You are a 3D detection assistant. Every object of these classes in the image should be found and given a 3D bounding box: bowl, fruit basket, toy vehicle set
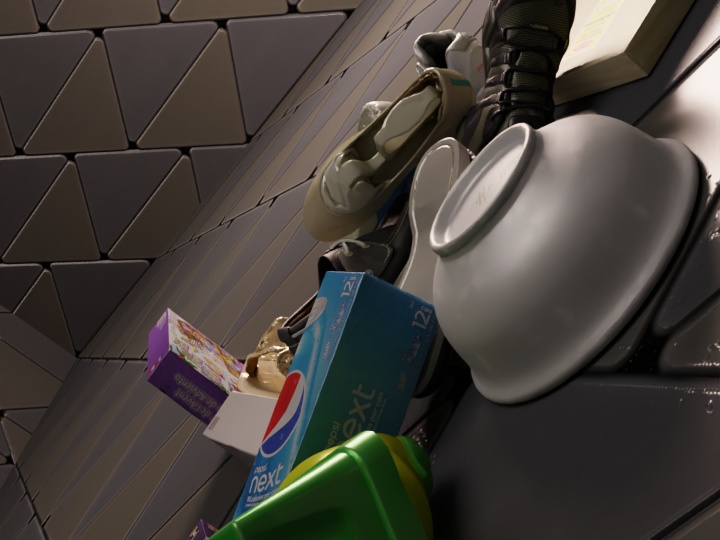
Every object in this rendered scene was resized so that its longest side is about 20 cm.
[{"bbox_3d":[0.105,-0.025,0.685,0.202,0.090,0.202,-50,15,18],"label":"bowl"},{"bbox_3d":[-0.018,0.173,0.597,0.213,0.157,0.216,-22,-19,-8],"label":"fruit basket"},{"bbox_3d":[0.204,-0.200,0.904,0.125,0.026,0.200,-57,14,-9],"label":"toy vehicle set"}]

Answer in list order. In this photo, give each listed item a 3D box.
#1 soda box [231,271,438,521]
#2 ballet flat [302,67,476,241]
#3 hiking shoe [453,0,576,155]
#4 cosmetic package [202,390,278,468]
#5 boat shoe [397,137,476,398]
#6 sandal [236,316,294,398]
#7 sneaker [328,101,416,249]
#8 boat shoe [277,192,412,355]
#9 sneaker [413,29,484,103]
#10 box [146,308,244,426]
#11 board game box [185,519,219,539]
[{"bbox_3d":[-0.019,0.106,0.733,0.064,0.067,0.203,1,68,64],"label":"soda box"},{"bbox_3d":[0.014,-0.100,0.951,0.200,0.069,0.070,-43,16,17],"label":"ballet flat"},{"bbox_3d":[0.132,-0.141,0.866,0.101,0.074,0.203,-111,29,-54],"label":"hiking shoe"},{"bbox_3d":[-0.060,0.138,0.862,0.051,0.082,0.200,-54,14,-14],"label":"cosmetic package"},{"bbox_3d":[0.065,0.002,0.809,0.073,0.060,0.203,-25,48,47],"label":"boat shoe"},{"bbox_3d":[-0.078,0.078,1.039,0.212,0.076,0.071,-157,72,-80],"label":"sandal"},{"bbox_3d":[0.038,-0.077,1.073,0.077,0.109,0.202,-117,33,-42],"label":"sneaker"},{"bbox_3d":[0.000,0.000,0.922,0.072,0.067,0.201,-32,21,54],"label":"boat shoe"},{"bbox_3d":[0.091,-0.207,1.146,0.078,0.099,0.200,-57,14,-15],"label":"sneaker"},{"bbox_3d":[-0.151,0.111,1.115,0.039,0.136,0.200,-51,13,1],"label":"box"},{"bbox_3d":[-0.147,0.302,0.812,0.201,0.056,0.165,-55,15,-6],"label":"board game box"}]
